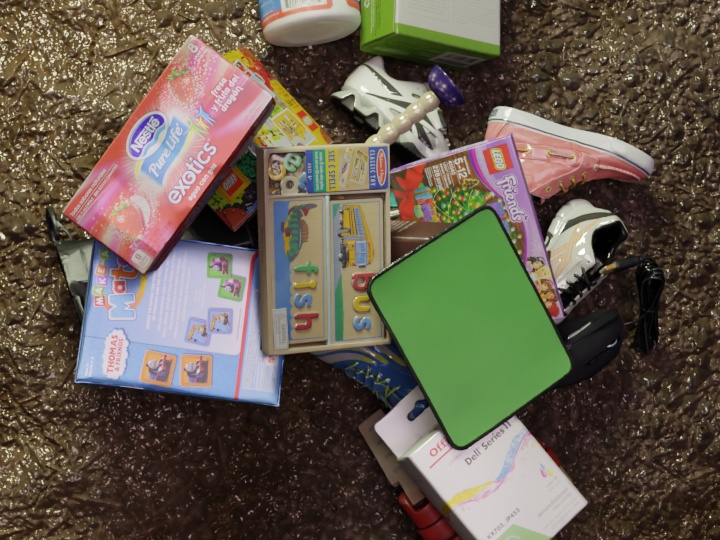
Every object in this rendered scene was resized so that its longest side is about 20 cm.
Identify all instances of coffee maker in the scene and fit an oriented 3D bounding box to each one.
[{"bbox_3d":[-0.208,-0.007,1.387,0.198,0.135,0.194,-18,86,-13],"label":"coffee maker"}]

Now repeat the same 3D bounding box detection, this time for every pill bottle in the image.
[{"bbox_3d":[-0.068,-0.358,1.469,0.111,0.112,0.202,-7,84,-12],"label":"pill bottle"}]

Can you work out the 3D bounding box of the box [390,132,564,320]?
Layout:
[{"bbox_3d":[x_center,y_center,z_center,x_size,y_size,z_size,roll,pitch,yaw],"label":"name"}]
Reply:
[{"bbox_3d":[0.123,-0.029,1.404,0.136,0.039,0.202,-16,99,12],"label":"box"}]

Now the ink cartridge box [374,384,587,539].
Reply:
[{"bbox_3d":[0.120,0.199,1.360,0.117,0.067,0.200,-41,89,-13],"label":"ink cartridge box"}]

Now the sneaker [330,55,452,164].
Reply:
[{"bbox_3d":[0.069,-0.163,1.491,0.200,0.074,0.089,41,78,-4],"label":"sneaker"}]

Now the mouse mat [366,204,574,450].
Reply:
[{"bbox_3d":[0.112,0.057,1.323,0.160,0.008,0.201,-32,102,-16],"label":"mouse mat"}]

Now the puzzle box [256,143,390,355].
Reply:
[{"bbox_3d":[-0.033,-0.022,1.295,0.132,0.025,0.202,-5,99,-23],"label":"puzzle box"}]

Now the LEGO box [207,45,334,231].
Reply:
[{"bbox_3d":[-0.126,-0.142,1.384,0.149,0.200,0.077,46,112,-3],"label":"LEGO box"}]

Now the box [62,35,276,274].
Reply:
[{"bbox_3d":[-0.172,-0.105,1.229,0.094,0.103,0.201,36,92,-2],"label":"box"}]

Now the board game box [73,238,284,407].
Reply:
[{"bbox_3d":[-0.170,0.047,1.302,0.198,0.037,0.153,8,81,-13],"label":"board game box"}]

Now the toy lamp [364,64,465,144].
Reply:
[{"bbox_3d":[0.019,-0.138,1.426,0.200,0.058,0.058,-41,92,3],"label":"toy lamp"}]

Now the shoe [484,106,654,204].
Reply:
[{"bbox_3d":[0.232,-0.114,1.523,0.198,0.071,0.092,17,82,-3],"label":"shoe"}]

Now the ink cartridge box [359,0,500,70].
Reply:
[{"bbox_3d":[0.080,-0.340,1.491,0.147,0.076,0.202,6,81,-33],"label":"ink cartridge box"}]

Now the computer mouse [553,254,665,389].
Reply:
[{"bbox_3d":[0.260,0.061,1.469,0.198,0.046,0.141,-14,124,-21],"label":"computer mouse"}]

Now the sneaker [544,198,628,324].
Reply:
[{"bbox_3d":[0.226,0.009,1.490,0.074,0.080,0.201,38,78,-38],"label":"sneaker"}]

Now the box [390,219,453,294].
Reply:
[{"bbox_3d":[0.000,0.000,1.393,0.198,0.075,0.101,6,109,29],"label":"box"}]

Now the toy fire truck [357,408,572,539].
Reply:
[{"bbox_3d":[0.106,0.222,1.441,0.176,0.129,0.200,-41,102,-13],"label":"toy fire truck"}]

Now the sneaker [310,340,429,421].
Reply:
[{"bbox_3d":[0.033,0.107,1.430,0.198,0.076,0.105,12,37,-11],"label":"sneaker"}]

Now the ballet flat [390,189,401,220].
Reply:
[{"bbox_3d":[0.022,-0.056,1.468,0.198,0.068,0.068,0,38,10],"label":"ballet flat"}]
